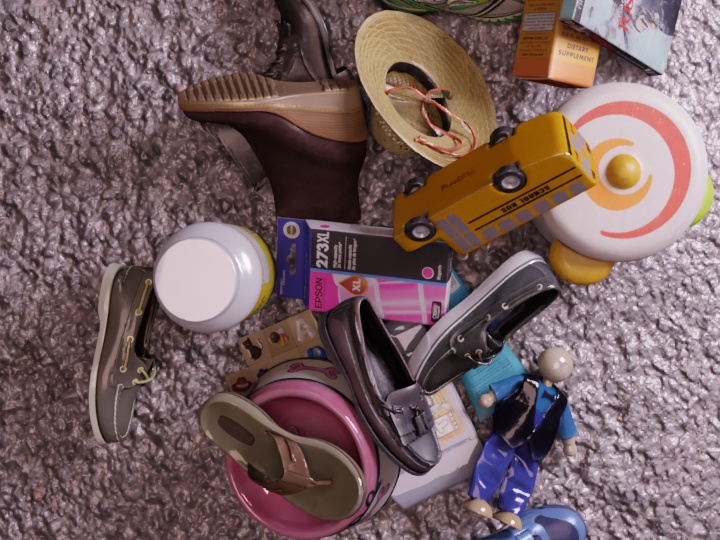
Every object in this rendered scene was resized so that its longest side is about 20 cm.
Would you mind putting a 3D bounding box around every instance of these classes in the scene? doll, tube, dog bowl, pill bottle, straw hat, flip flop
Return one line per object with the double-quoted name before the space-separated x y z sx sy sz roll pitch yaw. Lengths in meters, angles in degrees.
"doll" 0.185 0.179 1.108 0.136 0.048 0.202 25 83 -17
"tube" 0.116 0.067 1.124 0.077 0.050 0.201 -31 96 7
"dog bowl" -0.059 0.201 1.093 0.198 0.074 0.202 3 99 17
"pill bottle" -0.153 0.006 1.052 0.111 0.200 0.113 0 92 3
"straw hat" 0.052 -0.174 1.092 0.201 0.201 0.085 49 136 -1
"flip flop" -0.086 0.194 1.031 0.199 0.058 0.082 32 107 11

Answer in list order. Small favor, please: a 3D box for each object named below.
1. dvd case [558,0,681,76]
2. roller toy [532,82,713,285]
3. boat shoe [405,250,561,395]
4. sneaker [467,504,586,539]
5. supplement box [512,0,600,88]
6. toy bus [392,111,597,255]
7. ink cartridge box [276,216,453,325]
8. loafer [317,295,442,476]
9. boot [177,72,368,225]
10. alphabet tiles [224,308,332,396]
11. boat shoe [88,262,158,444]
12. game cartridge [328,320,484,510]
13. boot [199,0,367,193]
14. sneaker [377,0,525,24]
"dvd case" 0.281 -0.300 1.044 0.022 0.199 0.148 16 93 44
"roller toy" 0.263 -0.100 1.063 0.199 0.140 0.184 -28 90 3
"boat shoe" 0.127 0.065 1.059 0.200 0.068 0.057 -47 48 12
"sneaker" 0.160 0.323 1.112 0.198 0.082 0.075 -22 90 1
"supplement box" 0.219 -0.297 1.053 0.066 0.069 0.202 4 97 -29
"toy bus" 0.127 -0.078 0.995 0.199 0.066 0.078 -29 131 29
"ink cartridge box" 0.000 0.000 1.089 0.198 0.037 0.096 7 109 13
"loafer" 0.028 0.119 1.048 0.063 0.072 0.201 -37 83 40
"boot" -0.091 -0.119 1.069 0.198 0.073 0.168 0 124 -4
"alphabet tiles" -0.058 0.152 1.127 0.165 0.006 0.202 -23 91 20
"boat shoe" -0.260 0.095 1.124 0.060 0.072 0.204 5 89 7
"game cartridge" 0.048 0.160 1.134 0.132 0.042 0.201 -27 91 -1
"boot" -0.104 -0.207 1.105 0.173 0.069 0.201 -29 97 3
"sneaker" 0.115 -0.310 1.087 0.198 0.085 0.079 -5 92 -2
